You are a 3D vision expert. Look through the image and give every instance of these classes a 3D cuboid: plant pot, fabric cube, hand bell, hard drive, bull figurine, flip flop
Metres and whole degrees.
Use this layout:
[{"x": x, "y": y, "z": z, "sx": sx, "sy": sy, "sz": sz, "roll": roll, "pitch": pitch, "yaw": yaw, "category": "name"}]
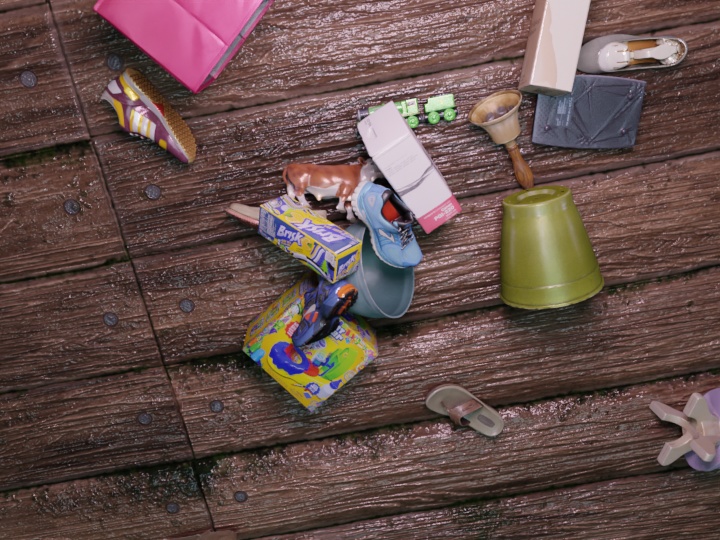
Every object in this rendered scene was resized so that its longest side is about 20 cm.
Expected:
[{"x": 0.352, "y": -0.055, "z": 1.360, "sx": 0.199, "sy": 0.200, "sz": 0.194, "roll": -12, "pitch": 107, "yaw": 3, "category": "plant pot"}, {"x": -0.284, "y": -0.446, "z": 1.185, "sx": 0.199, "sy": 0.196, "sz": 0.200, "roll": 38, "pitch": 106, "yaw": -15, "category": "fabric cube"}, {"x": 0.293, "y": -0.232, "z": 1.357, "sx": 0.104, "sy": 0.104, "sz": 0.200, "roll": -28, "pitch": 122, "yaw": 9, "category": "hand bell"}, {"x": 0.426, "y": -0.302, "z": 1.341, "sx": 0.199, "sy": 0.042, "sz": 0.135, "roll": 2, "pitch": 112, "yaw": -1, "category": "hard drive"}, {"x": -0.052, "y": -0.160, "z": 1.360, "sx": 0.199, "sy": 0.122, "sz": 0.065, "roll": 2, "pitch": 155, "yaw": 6, "category": "bull figurine"}, {"x": 0.235, "y": 0.317, "z": 1.571, "sx": 0.200, "sy": 0.058, "sz": 0.081, "roll": 32, "pitch": 107, "yaw": -13, "category": "flip flop"}, {"x": 0.000, "y": 0.000, "z": 1.385, "sx": 0.134, "sy": 0.200, "sz": 0.201, "roll": -9, "pitch": 114, "yaw": 31, "category": "plant pot"}]

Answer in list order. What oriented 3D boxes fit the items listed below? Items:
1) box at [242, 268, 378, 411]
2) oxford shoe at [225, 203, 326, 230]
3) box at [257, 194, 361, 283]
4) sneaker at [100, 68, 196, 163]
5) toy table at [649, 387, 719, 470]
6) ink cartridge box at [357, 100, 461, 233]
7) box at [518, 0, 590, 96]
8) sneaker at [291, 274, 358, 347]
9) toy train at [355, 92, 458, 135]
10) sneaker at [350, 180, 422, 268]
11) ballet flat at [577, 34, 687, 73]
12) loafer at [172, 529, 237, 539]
[{"x": -0.101, "y": 0.142, "z": 1.460, "sx": 0.193, "sy": 0.122, "sz": 0.200, "roll": -42, "pitch": 107, "yaw": 13, "category": "box"}, {"x": -0.163, "y": -0.109, "z": 1.400, "sx": 0.199, "sy": 0.071, "sz": 0.074, "roll": 14, "pitch": 85, "yaw": -6, "category": "oxford shoe"}, {"x": -0.093, "y": -0.060, "z": 1.279, "sx": 0.200, "sy": 0.070, "sz": 0.064, "roll": 34, "pitch": 133, "yaw": 29, "category": "box"}, {"x": -0.393, "y": -0.272, "z": 1.323, "sx": 0.090, "sy": 0.075, "sz": 0.200, "roll": -32, "pitch": 103, "yaw": 19, "category": "sneaker"}, {"x": 0.734, "y": 0.345, "z": 1.545, "sx": 0.117, "sy": 0.184, "sz": 0.201, "roll": 7, "pitch": 103, "yaw": -22, "category": "toy table"}, {"x": 0.089, "y": -0.189, "z": 1.295, "sx": 0.085, "sy": 0.146, "sz": 0.200, "roll": -34, "pitch": 126, "yaw": 12, "category": "ink cartridge box"}, {"x": 0.343, "y": -0.416, "z": 1.247, "sx": 0.077, "sy": 0.095, "sz": 0.201, "roll": 9, "pitch": 97, "yaw": -2, "category": "box"}, {"x": -0.076, "y": 0.072, "z": 1.325, "sx": 0.079, "sy": 0.075, "sz": 0.200, "roll": 55, "pitch": 128, "yaw": 21, "category": "sneaker"}, {"x": 0.085, "y": -0.295, "z": 1.338, "sx": 0.199, "sy": 0.042, "sz": 0.057, "roll": -10, "pitch": 102, "yaw": 3, "category": "toy train"}, {"x": 0.062, "y": -0.074, "z": 1.275, "sx": 0.079, "sy": 0.090, "sz": 0.200, "roll": -55, "pitch": 130, "yaw": -22, "category": "sneaker"}, {"x": 0.496, "y": -0.398, "z": 1.295, "sx": 0.199, "sy": 0.064, "sz": 0.068, "roll": -6, "pitch": 111, "yaw": 1, "category": "ballet flat"}, {"x": -0.375, "y": 0.663, "z": 1.689, "sx": 0.199, "sy": 0.067, "sz": 0.076, "roll": -8, "pitch": 109, "yaw": 19, "category": "loafer"}]
